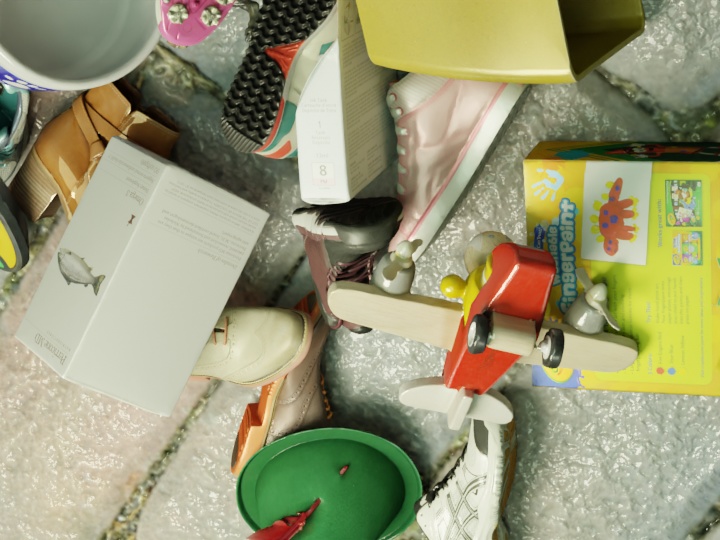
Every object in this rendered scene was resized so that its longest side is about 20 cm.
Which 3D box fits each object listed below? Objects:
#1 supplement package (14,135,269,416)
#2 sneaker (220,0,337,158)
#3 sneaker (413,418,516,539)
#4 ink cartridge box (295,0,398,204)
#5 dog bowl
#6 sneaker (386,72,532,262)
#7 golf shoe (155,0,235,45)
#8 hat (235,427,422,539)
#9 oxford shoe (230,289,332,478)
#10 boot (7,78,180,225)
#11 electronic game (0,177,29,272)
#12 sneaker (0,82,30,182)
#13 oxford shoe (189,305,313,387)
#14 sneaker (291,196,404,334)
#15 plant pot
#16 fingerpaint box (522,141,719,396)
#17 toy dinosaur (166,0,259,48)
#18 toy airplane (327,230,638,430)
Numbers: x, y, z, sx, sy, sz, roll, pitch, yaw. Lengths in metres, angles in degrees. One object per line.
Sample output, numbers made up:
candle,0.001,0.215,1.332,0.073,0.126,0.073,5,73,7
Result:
supplement package,-0.190,0.004,1.500,0.117,0.117,0.201,27,92,53
sneaker,-0.044,-0.186,1.480,0.070,0.093,0.200,28,96,30
sneaker,0.090,0.207,1.560,0.087,0.076,0.201,11,110,15
ink cartridge box,-0.011,-0.171,1.421,0.057,0.163,0.201,-2,106,18
dog bowl,-0.259,-0.252,1.457,0.079,0.200,0.201,3,113,53
sneaker,0.054,-0.103,1.470,0.104,0.075,0.201,32,110,5
golf shoe,-0.135,-0.290,1.457,0.075,0.091,0.201,11,99,-28
hat,-0.042,0.259,1.538,0.199,0.176,0.166,-20,123,15
oxford shoe,-0.056,0.109,1.594,0.073,0.071,0.201,17,116,-13
boot,-0.209,-0.070,1.578,0.200,0.074,0.155,41,107,-8
electronic game,-0.376,-0.079,1.592,0.200,0.042,0.200,38,157,20
sneaker,-0.338,-0.134,1.559,0.077,0.087,0.200,9,138,-11
oxford shoe,-0.128,0.065,1.554,0.199,0.074,0.071,-12,65,40
sneaker,0.000,0.000,1.465,0.075,0.200,0.116,-14,98,-11
plant pot,0.095,-0.250,1.344,0.176,0.200,0.201,-7,105,27
fingerpaint box,0.226,-0.004,1.443,0.166,0.073,0.201,1,108,18
toy dinosaur,-0.103,-0.256,1.491,0.088,0.047,0.200,41,113,10
toy airplane,0.102,0.039,1.395,0.198,0.142,0.200,-12,148,30
